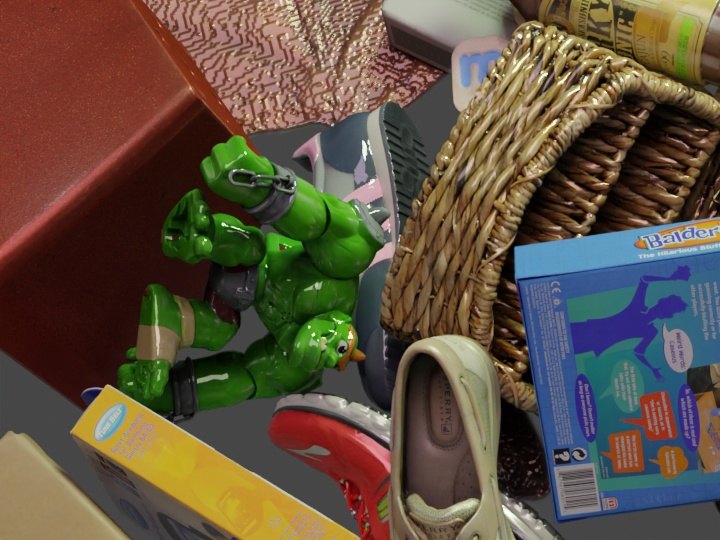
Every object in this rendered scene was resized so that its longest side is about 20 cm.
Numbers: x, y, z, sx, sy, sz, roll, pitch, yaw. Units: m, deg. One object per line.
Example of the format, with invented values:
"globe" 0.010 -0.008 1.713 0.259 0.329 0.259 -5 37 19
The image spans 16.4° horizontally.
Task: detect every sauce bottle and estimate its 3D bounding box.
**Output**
"sauce bottle" 0.140 -0.161 1.467 0.199 0.065 0.065 19 66 24

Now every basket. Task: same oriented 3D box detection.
"basket" 0.122 -0.020 1.387 0.149 0.143 0.201 30 97 25

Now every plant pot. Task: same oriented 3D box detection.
"plant pot" -0.166 -0.064 1.452 0.176 0.200 0.200 -38 60 2

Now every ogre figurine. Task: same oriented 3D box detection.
"ogre figurine" -0.057 0.011 1.403 0.119 0.201 0.098 5 23 -23

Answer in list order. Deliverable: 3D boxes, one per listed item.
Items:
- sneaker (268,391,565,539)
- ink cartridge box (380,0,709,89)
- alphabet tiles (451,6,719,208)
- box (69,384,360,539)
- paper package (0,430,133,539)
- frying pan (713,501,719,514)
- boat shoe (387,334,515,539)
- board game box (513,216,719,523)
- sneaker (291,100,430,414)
"sneaker" 0.019 0.136 1.397 0.199 0.077 0.085 29 79 27
"ink cartridge box" 0.142 -0.179 1.566 0.199 0.045 0.177 28 70 23
"alphabet tiles" 0.152 -0.102 1.488 0.199 0.015 0.197 -7 74 18
"box" -0.079 0.137 1.386 0.199 0.119 0.042 27 69 24
"paper package" -0.184 0.225 1.366 0.191 0.104 0.200 -43 63 -13
"frying pan" 0.231 0.136 1.382 0.115 0.031 0.190 23 64 22
"boat shoe" 0.045 0.135 1.322 0.072 0.065 0.201 -3 89 19
"board game box" 0.191 0.048 1.336 0.199 0.153 0.045 -7 24 6
"sneaker" 0.000 0.000 1.491 0.082 0.070 0.201 -17 57 26
